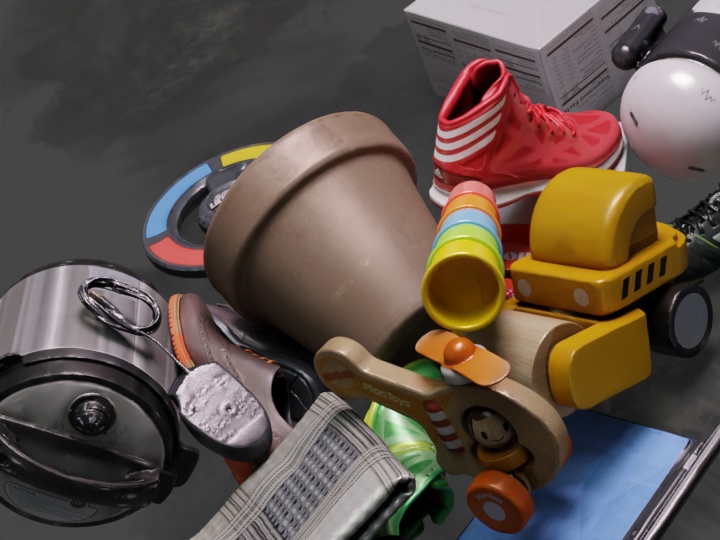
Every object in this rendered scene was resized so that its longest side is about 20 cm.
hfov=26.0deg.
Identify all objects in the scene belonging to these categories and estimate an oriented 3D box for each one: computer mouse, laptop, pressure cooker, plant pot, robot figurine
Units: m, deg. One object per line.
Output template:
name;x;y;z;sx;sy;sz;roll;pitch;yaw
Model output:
computer mouse;-0.147;0.077;1.220;0.200;0.034;0.059;44;58;13
laptop;0.160;0.143;1.073;0.116;0.200;0.187;35;60;12
pressure cooker;-0.234;0.109;1.278;0.175;0.180;0.201;-16;35;6
plant pot;0.000;0.000;1.261;0.200;0.201;0.175;-35;60;-16
robot figurine;0.312;-0.165;1.372;0.150;0.125;0.200;11;47;42

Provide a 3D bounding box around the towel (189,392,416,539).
towel;-0.061;0.186;1.122;0.200;0.035;0.193;-48;23;-1

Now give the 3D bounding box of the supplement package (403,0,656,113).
supplement package;0.174;-0.237;1.549;0.156;0.111;0.199;-39;39;-20

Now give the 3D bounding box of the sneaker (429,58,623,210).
sneaker;0.146;-0.125;1.304;0.199;0.116;0.078;-24;40;-32

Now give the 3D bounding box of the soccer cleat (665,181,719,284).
soccer cleat;0.301;-0.048;1.261;0.199;0.081;0.068;-21;35;3

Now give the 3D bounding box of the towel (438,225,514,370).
towel;0.077;0.024;1.347;0.144;0.023;0.201;-20;36;6

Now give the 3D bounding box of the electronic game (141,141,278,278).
electronic game;-0.125;-0.062;1.554;0.198;0.042;0.201;-15;36;11

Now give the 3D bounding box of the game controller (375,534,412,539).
game controller;-0.003;0.268;1.040;0.104;0.042;0.200;30;61;27

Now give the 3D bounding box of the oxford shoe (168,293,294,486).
oxford shoe;-0.097;0.091;1.281;0.072;0.071;0.201;-32;61;4

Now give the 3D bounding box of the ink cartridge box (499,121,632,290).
ink cartridge box;0.150;-0.059;1.361;0.159;0.048;0.201;1;36;15

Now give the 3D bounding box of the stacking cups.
stacking cups;0.076;-0.019;1.172;0.060;0.061;0.200;-17;19;9

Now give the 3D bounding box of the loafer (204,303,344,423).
loafer;-0.084;0.075;1.346;0.063;0.072;0.199;-22;33;-40

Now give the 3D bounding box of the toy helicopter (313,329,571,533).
toy helicopter;0.052;0.088;1.092;0.199;0.133;0.079;20;49;25

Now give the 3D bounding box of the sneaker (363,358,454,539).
sneaker;0.034;0.155;1.171;0.083;0.074;0.201;9;49;15

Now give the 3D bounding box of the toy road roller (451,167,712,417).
toy road roller;0.162;0.009;1.173;0.199;0.147;0.122;-25;22;-36
